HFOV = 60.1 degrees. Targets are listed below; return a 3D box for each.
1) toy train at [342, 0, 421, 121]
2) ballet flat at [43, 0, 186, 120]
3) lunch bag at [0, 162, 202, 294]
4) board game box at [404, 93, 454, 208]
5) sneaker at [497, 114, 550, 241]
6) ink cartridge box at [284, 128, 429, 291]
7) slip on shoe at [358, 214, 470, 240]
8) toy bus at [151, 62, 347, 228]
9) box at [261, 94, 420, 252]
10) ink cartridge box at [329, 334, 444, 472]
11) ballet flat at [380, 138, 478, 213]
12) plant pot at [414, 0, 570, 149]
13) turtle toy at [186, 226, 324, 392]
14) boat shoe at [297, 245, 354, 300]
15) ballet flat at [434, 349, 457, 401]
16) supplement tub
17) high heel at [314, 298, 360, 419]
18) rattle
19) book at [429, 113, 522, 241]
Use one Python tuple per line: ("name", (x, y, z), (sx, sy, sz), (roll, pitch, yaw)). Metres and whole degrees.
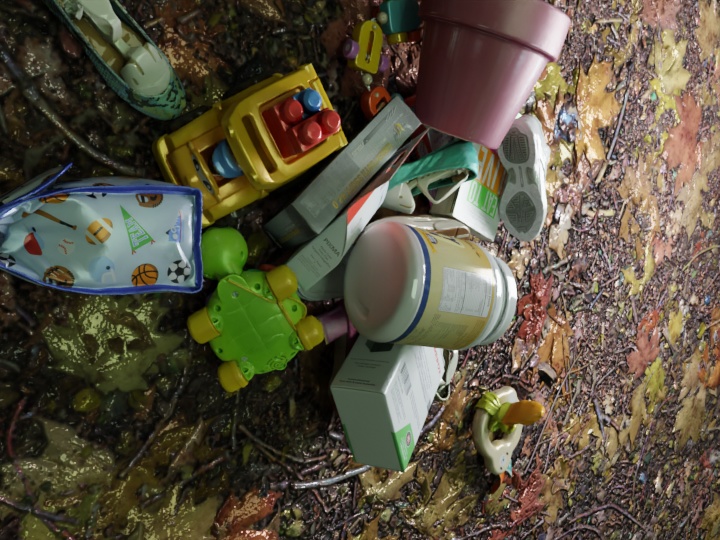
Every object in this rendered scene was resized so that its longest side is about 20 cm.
("toy train", (0.037, -0.294, 0.876), (0.150, 0.055, 0.203), (42, 71, -38))
("ballet flat", (-0.257, -0.241, 0.660), (0.200, 0.074, 0.075), (46, 72, -33))
("lunch bag", (-0.277, -0.040, 0.616), (0.196, 0.168, 0.128), (-4, 98, -35))
("board game box", (0.157, -0.198, 0.989), (0.151, 0.040, 0.204), (-31, 115, -29))
("sneaker", (0.268, -0.147, 0.974), (0.099, 0.076, 0.205), (-37, 130, -43))
("ink cartridge box", (0.006, -0.076, 0.772), (0.047, 0.199, 0.161), (47, 38, -10))
("slip on shoe", (0.070, -0.047, 0.883), (0.196, 0.060, 0.078), (-9, 119, -35))
("toy bus", (-0.112, -0.143, 0.700), (0.198, 0.191, 0.138), (-35, 109, -24))
("box", (-0.028, -0.118, 0.791), (0.048, 0.158, 0.201), (45, 70, -11))
("ink cartridge box", (0.047, 0.153, 0.886), (0.201, 0.082, 0.149), (-55, 138, -48))
("ballet flat", (0.079, -0.122, 0.880), (0.196, 0.068, 0.072), (-22, 70, -2))
("plant pot", (0.157, -0.272, 0.837), (0.196, 0.199, 0.183), (5, 112, -36))
("turtle toy", (-0.140, 0.041, 0.772), (0.143, 0.101, 0.203), (-27, 113, -3))
("boat shoe", (0.001, 0.005, 0.880), (0.198, 0.085, 0.077), (-9, 103, -35))
("ballet flat", (0.129, 0.114, 1.001), (0.066, 0.075, 0.206), (-7, 102, -33))
("supplement tub", (0.091, 0.025, 0.797), (0.196, 0.143, 0.149), (10, 92, -36))
("high heel", (-0.006, 0.140, 0.917), (0.094, 0.067, 0.205), (-23, 102, -29))
("rattle", (0.284, 0.321, 1.117), (0.129, 0.140, 0.206), (-14, 101, -52))
("book", (0.192, -0.163, 0.972), (0.132, 0.047, 0.205), (20, 85, -43))
